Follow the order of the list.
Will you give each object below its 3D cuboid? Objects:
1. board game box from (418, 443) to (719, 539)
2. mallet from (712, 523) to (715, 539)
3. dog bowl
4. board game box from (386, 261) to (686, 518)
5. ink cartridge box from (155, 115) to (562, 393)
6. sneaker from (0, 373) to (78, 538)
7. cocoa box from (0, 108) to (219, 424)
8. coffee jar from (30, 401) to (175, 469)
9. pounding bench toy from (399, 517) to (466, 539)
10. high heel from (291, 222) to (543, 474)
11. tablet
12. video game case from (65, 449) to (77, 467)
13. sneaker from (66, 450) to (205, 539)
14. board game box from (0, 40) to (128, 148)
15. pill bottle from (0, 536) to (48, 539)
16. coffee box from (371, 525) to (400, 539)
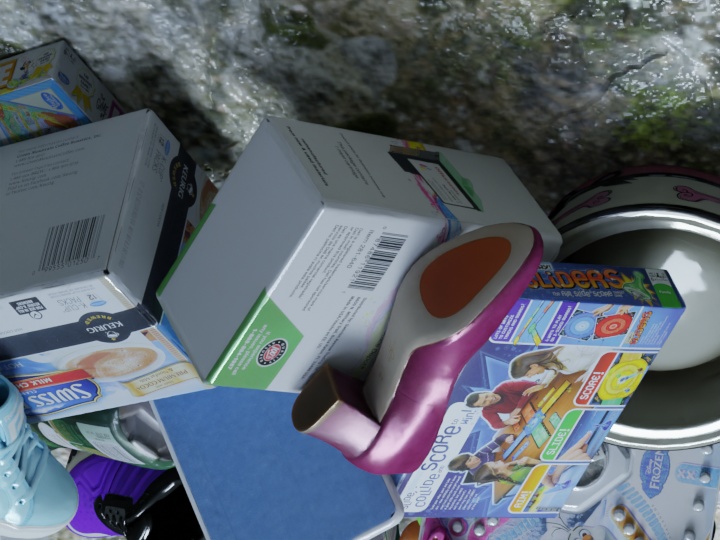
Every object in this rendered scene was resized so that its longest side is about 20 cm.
[{"bbox_3d":[0.148,0.128,1.631,0.198,0.202,0.026,9,-177,2],"label":"board game box"},{"bbox_3d":[0.258,0.142,1.739,0.065,0.041,0.200,20,137,-9],"label":"mallet"},{"bbox_3d":[0.190,0.019,1.535,0.198,0.074,0.201,5,130,6],"label":"dog bowl"},{"bbox_3d":[0.100,0.078,1.492,0.134,0.035,0.201,4,133,-27],"label":"board game box"},{"bbox_3d":[0.001,-0.002,1.446,0.199,0.084,0.145,7,128,-42],"label":"ink cartridge box"},{"bbox_3d":[-0.234,0.104,1.493,0.082,0.074,0.200,-14,140,37],"label":"sneaker"},{"bbox_3d":[-0.192,0.004,1.524,0.199,0.134,0.131,-12,139,27],"label":"cocoa box"},{"bbox_3d":[-0.191,0.079,1.664,0.199,0.105,0.085,1,150,47],"label":"coffee jar"},{"bbox_3d":[0.107,0.207,1.716,0.155,0.201,0.125,14,143,-6],"label":"pounding bench toy"},{"bbox_3d":[0.055,0.047,1.411,0.096,0.068,0.200,26,129,-37],"label":"high heel"},{"bbox_3d":[-0.063,0.096,1.531,0.130,0.201,0.014,-29,163,14],"label":"tablet"},{"bbox_3d":[-0.116,0.126,1.809,0.179,0.026,0.200,17,142,-9],"label":"video game case"},{"bbox_3d":[-0.153,0.166,1.696,0.199,0.100,0.069,-26,127,38],"label":"sneaker"},{"bbox_3d":[-0.195,-0.059,1.583,0.134,0.034,0.200,-13,137,28],"label":"board game box"},{"bbox_3d":[-0.354,0.215,1.907,0.198,0.113,0.112,-6,140,20],"label":"pill bottle"},{"bbox_3d":[-0.029,0.218,1.780,0.122,0.044,0.201,3,143,8],"label":"coffee box"}]
